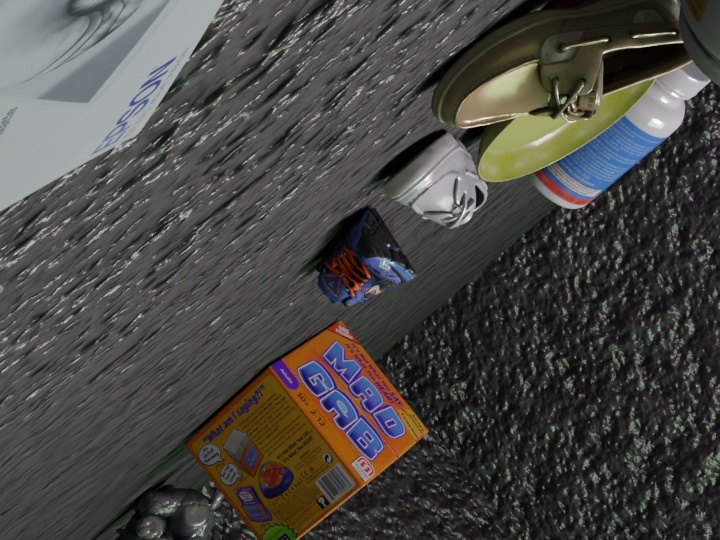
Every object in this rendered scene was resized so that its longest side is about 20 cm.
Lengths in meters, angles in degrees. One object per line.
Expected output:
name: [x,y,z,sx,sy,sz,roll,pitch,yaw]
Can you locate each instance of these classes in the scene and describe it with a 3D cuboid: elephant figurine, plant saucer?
elephant figurine: [-0.322,0.406,2.695,0.200,0.154,0.142,155,-54,-66]
plant saucer: [0.188,-0.153,1.576,0.199,0.031,0.200,-29,164,-9]

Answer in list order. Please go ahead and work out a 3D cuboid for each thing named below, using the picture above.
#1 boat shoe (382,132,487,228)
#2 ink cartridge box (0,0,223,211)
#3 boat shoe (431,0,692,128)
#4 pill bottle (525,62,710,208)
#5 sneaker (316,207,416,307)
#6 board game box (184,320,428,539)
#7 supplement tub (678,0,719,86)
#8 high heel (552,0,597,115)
boat shoe: [0.072,-0.070,1.457,0.072,0.069,0.200,-39,175,7]
ink cartridge box: [-0.110,-0.057,0.455,0.200,0.041,0.200,-35,173,-37]
boat shoe: [0.145,-0.140,1.174,0.199,0.065,0.072,-22,151,-17]
pill bottle: [0.257,-0.161,1.713,0.200,0.112,0.112,-41,174,36]
sneaker: [0.000,0.000,1.562,0.078,0.076,0.200,-34,173,-7]
board game box: [-0.072,0.228,2.305,0.200,0.200,0.200,-42,174,32]
supplement tub: [0.285,-0.213,1.087,0.144,0.145,0.200,-37,161,-18]
high heel: [0.176,-0.197,1.310,0.200,0.067,0.097,72,32,-76]
